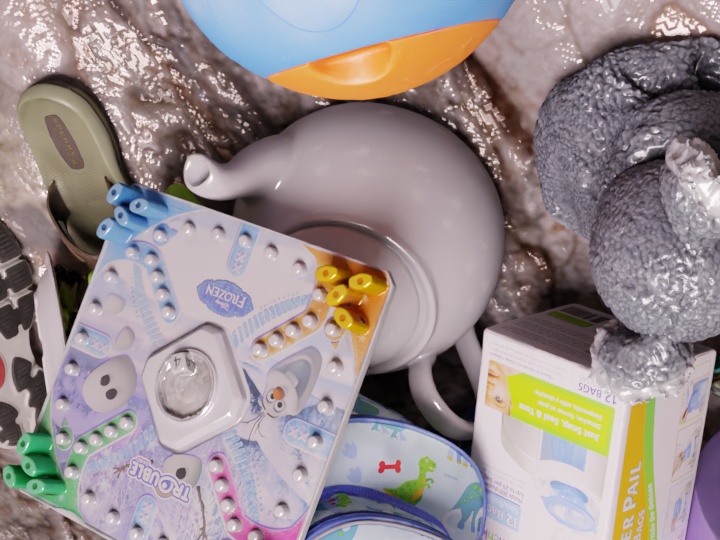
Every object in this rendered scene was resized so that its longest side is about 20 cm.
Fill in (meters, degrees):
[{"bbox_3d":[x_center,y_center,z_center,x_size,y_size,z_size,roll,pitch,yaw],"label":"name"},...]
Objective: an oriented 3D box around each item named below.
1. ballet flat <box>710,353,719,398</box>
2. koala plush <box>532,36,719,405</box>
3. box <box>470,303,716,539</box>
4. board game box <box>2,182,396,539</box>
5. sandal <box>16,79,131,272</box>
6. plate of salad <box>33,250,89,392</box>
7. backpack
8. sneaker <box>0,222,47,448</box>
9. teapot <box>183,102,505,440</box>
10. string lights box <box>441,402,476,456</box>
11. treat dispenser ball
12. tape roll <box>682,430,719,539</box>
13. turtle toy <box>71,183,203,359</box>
[{"bbox_3d":[0.270,0.059,0.772,0.071,0.069,0.200,54,163,13],"label":"ballet flat"},{"bbox_3d":[0.179,-0.028,0.713,0.184,0.200,0.178,17,126,4],"label":"koala plush"},{"bbox_3d":[0.141,0.137,0.802,0.112,0.101,0.200,20,113,41],"label":"box"},{"bbox_3d":[-0.099,0.065,0.710,0.200,0.026,0.200,19,88,30],"label":"board game box"},{"bbox_3d":[-0.191,-0.039,0.895,0.080,0.057,0.201,-14,121,24],"label":"sandal"},{"bbox_3d":[-0.205,0.084,0.917,0.048,0.200,0.200,-8,126,-15],"label":"plate of salad"},{"bbox_3d":[-0.015,0.179,0.763,0.183,0.147,0.200,24,88,-29],"label":"backpack"},{"bbox_3d":[-0.303,0.047,0.977,0.083,0.081,0.200,16,120,39],"label":"sneaker"},{"bbox_3d":[0.000,0.000,0.816,0.200,0.146,0.198,8,125,9],"label":"teapot"},{"bbox_3d":[0.103,0.164,0.950,0.103,0.059,0.200,35,125,-9],"label":"string lights box"},{"bbox_3d":[-0.006,-0.191,0.654,0.201,0.201,0.201,7,125,11],"label":"treat dispenser ball"},{"bbox_3d":[0.309,0.189,0.823,0.200,0.200,0.085,12,126,7],"label":"tape roll"},{"bbox_3d":[-0.125,0.044,0.839,0.101,0.146,0.200,-16,94,3],"label":"turtle toy"}]
